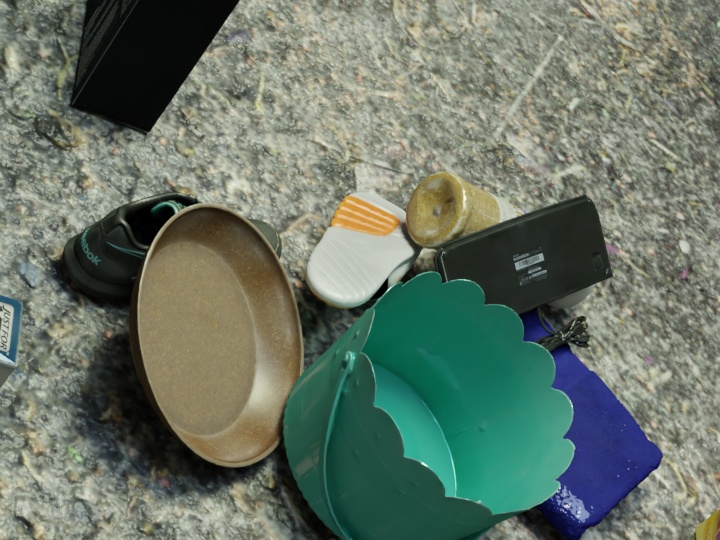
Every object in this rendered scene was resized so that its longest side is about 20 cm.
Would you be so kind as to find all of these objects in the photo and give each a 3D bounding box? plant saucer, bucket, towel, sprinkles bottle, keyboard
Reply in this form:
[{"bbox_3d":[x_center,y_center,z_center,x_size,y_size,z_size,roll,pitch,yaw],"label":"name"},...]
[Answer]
[{"bbox_3d":[-0.116,0.051,1.625,0.200,0.036,0.202,21,64,-53],"label":"plant saucer"},{"bbox_3d":[0.048,0.120,1.646,0.206,0.135,0.208,22,50,-29],"label":"bucket"},{"bbox_3d":[0.150,0.124,1.803,0.200,0.050,0.147,48,46,9],"label":"towel"},{"bbox_3d":[0.125,-0.024,1.844,0.199,0.068,0.069,23,43,-45],"label":"sprinkles bottle"},{"bbox_3d":[0.142,0.017,1.800,0.199,0.021,0.128,-18,97,-40],"label":"keyboard"}]

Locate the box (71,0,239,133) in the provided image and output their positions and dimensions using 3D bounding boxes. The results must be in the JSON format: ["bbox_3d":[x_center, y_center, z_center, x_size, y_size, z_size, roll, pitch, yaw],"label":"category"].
[{"bbox_3d":[-0.159,-0.233,1.750,0.078,0.200,0.142,18,48,-22],"label":"box"}]

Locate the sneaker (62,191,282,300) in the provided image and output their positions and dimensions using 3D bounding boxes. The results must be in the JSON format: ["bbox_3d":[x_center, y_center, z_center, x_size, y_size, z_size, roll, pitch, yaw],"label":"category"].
[{"bbox_3d":[-0.135,-0.020,1.686,0.199,0.079,0.076,-6,59,-41],"label":"sneaker"}]

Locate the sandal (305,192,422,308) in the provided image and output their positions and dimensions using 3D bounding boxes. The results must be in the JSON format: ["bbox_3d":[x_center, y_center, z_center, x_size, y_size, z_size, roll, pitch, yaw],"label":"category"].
[{"bbox_3d":[-0.007,-0.004,1.777,0.079,0.059,0.207,32,28,7],"label":"sandal"}]

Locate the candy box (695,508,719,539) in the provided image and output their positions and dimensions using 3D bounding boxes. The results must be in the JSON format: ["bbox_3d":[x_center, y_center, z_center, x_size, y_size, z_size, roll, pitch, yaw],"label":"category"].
[{"bbox_3d":[0.336,0.277,1.760,0.056,0.117,0.201,22,47,-20],"label":"candy box"}]

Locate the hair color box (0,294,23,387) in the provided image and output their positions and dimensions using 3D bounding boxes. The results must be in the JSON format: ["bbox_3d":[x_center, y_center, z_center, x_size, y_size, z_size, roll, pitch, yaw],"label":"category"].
[{"bbox_3d":[-0.343,0.042,1.468,0.199,0.100,0.061,20,45,-22],"label":"hair color box"}]
